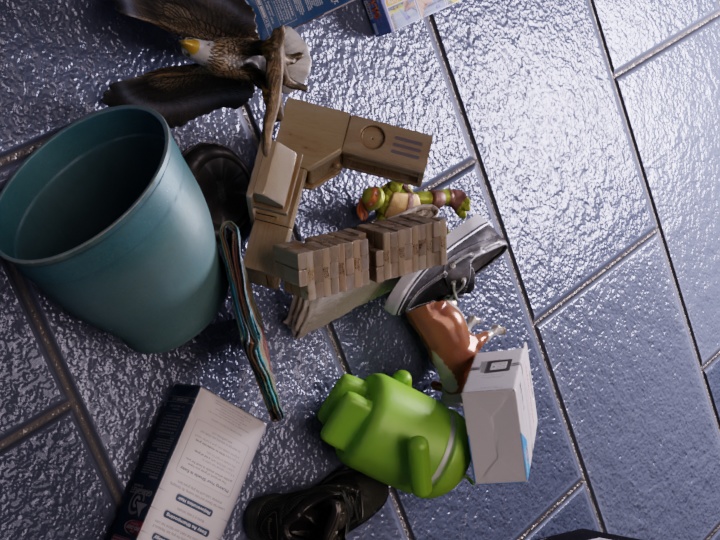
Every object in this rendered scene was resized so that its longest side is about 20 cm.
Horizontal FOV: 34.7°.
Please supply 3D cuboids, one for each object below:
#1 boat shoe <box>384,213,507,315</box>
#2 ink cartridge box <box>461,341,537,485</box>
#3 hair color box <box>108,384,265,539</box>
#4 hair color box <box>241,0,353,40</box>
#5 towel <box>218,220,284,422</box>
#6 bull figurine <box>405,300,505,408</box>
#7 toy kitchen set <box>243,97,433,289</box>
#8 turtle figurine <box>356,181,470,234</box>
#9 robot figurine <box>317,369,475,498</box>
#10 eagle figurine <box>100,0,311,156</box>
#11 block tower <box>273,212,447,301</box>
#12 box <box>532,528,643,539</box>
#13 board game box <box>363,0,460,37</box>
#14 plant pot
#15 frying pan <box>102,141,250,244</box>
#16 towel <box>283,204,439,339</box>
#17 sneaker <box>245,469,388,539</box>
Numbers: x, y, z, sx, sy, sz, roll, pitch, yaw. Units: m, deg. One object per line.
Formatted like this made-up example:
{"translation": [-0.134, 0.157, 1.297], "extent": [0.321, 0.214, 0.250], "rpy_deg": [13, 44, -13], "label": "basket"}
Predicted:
{"translation": [0.110, 0.005, 1.422], "extent": [0.068, 0.072, 0.199], "rpy_deg": [41, 49, 15], "label": "boat shoe"}
{"translation": [0.175, 0.171, 1.425], "extent": [0.200, 0.066, 0.118], "rpy_deg": [-47, 129, -73], "label": "ink cartridge box"}
{"translation": [-0.188, 0.235, 1.233], "extent": [0.100, 0.060, 0.202], "rpy_deg": [34, 67, -33], "label": "hair color box"}
{"translation": [-0.079, -0.311, 1.327], "extent": [0.199, 0.099, 0.061], "rpy_deg": [-34, 107, -35], "label": "hair color box"}
{"translation": [-0.113, 0.057, 1.218], "extent": [0.021, 0.201, 0.148], "rpy_deg": [-14, 60, -3], "label": "towel"}
{"translation": [0.118, 0.080, 1.497], "extent": [0.121, 0.065, 0.202], "rpy_deg": [-43, 115, -34], "label": "bull figurine"}
{"translation": [-0.027, -0.080, 1.272], "extent": [0.178, 0.163, 0.203], "rpy_deg": [14, 77, 2], "label": "toy kitchen set"}
{"translation": [0.053, -0.071, 1.450], "extent": [0.160, 0.064, 0.203], "rpy_deg": [13, 100, -37], "label": "turtle figurine"}
{"translation": [0.049, 0.200, 1.386], "extent": [0.198, 0.176, 0.117], "rpy_deg": [27, 106, -17], "label": "robot figurine"}
{"translation": [-0.160, -0.223, 1.197], "extent": [0.153, 0.198, 0.152], "rpy_deg": [-62, 150, -25], "label": "eagle figurine"}
{"translation": [0.002, -0.017, 1.257], "extent": [0.198, 0.058, 0.055], "rpy_deg": [-13, 110, -32], "label": "block tower"}
{"translation": [0.344, 0.475, 1.578], "extent": [0.122, 0.199, 0.202], "rpy_deg": [-1, 88, -39], "label": "box"}
{"translation": [0.075, -0.400, 1.497], "extent": [0.199, 0.034, 0.137], "rpy_deg": [-31, 106, -36], "label": "board game box"}
{"translation": [-0.228, -0.026, 1.145], "extent": [0.201, 0.198, 0.189], "rpy_deg": [-57, 137, -25], "label": "plant pot"}
{"translation": [-0.190, -0.093, 1.277], "extent": [0.188, 0.031, 0.117], "rpy_deg": [12, 80, -41], "label": "frying pan"}
{"translation": [0.000, 0.000, 1.360], "extent": [0.198, 0.133, 0.035], "rpy_deg": [-26, 65, -30], "label": "towel"}
{"translation": [-0.024, 0.282, 1.343], "extent": [0.197, 0.113, 0.078], "rpy_deg": [-3, 92, -41], "label": "sneaker"}
